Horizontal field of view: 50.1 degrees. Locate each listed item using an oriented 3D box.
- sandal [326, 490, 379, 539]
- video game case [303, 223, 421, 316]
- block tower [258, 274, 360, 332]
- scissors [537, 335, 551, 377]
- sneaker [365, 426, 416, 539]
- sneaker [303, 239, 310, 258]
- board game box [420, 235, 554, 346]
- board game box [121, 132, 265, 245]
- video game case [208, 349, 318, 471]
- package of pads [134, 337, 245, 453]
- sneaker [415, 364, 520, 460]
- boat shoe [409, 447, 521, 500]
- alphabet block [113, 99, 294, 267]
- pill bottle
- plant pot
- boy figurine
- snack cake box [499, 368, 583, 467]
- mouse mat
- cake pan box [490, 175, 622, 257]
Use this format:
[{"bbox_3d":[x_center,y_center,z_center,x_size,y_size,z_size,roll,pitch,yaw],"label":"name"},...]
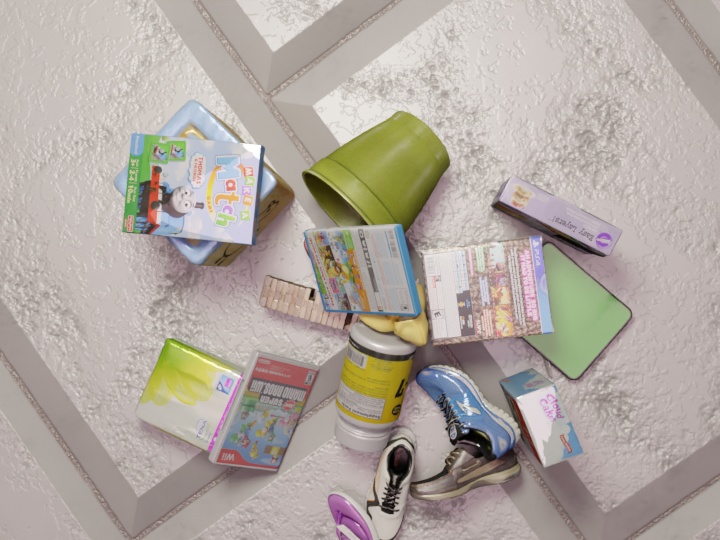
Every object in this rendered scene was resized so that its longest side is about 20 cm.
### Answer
[{"bbox_3d":[-0.004,0.476,1.327,0.082,0.050,0.203,-27,90,40],"label":"sandal"},{"bbox_3d":[0.000,0.000,1.213,0.200,0.018,0.144,0,111,43],"label":"video game case"},{"bbox_3d":[-0.079,0.060,1.344,0.199,0.058,0.054,16,91,4],"label":"block tower"},{"bbox_3d":[0.314,0.082,1.341,0.073,0.014,0.200,-27,87,1],"label":"scissors"},{"bbox_3d":[0.050,0.374,1.326,0.073,0.080,0.201,9,93,1],"label":"sneaker"},{"bbox_3d":[-0.024,-0.041,1.290,0.074,0.200,0.087,-36,133,-27],"label":"sneaker"},{"bbox_3d":[0.210,0.036,1.291,0.199,0.097,0.160,-7,85,9],"label":"board game box"},{"bbox_3d":[-0.251,-0.122,1.165,0.199,0.037,0.152,5,90,3],"label":"board game box"},{"bbox_3d":[-0.163,0.243,1.322,0.017,0.143,0.201,25,93,47],"label":"video game case"},{"bbox_3d":[-0.277,0.226,1.351,0.199,0.068,0.155,25,90,4],"label":"package of pads"},{"bbox_3d":[0.169,0.238,1.293,0.200,0.079,0.089,39,53,17],"label":"sneaker"},{"bbox_3d":[0.174,0.338,1.316,0.199,0.074,0.074,-12,84,-15],"label":"boat shoe"},{"bbox_3d":[-0.250,-0.136,1.282,0.195,0.200,0.196,-44,87,3],"label":"alphabet block"},{"bbox_3d":[0.020,0.193,1.293,0.114,0.114,0.201,14,108,3],"label":"pill bottle"},{"bbox_3d":[0.040,-0.156,1.282,0.200,0.200,0.193,44,81,2],"label":"plant pot"},{"bbox_3d":[0.050,0.055,1.269,0.124,0.200,0.065,-20,127,-8],"label":"boy figurine"},{"bbox_3d":[0.287,0.233,1.250,0.067,0.200,0.115,-21,89,3],"label":"snack cake box"},{"bbox_3d":[0.346,0.070,1.330,0.200,0.008,0.161,41,93,4],"label":"mouse mat"},{"bbox_3d":[0.315,-0.086,1.257,0.200,0.184,0.052,27,96,2],"label":"cake pan box"}]
